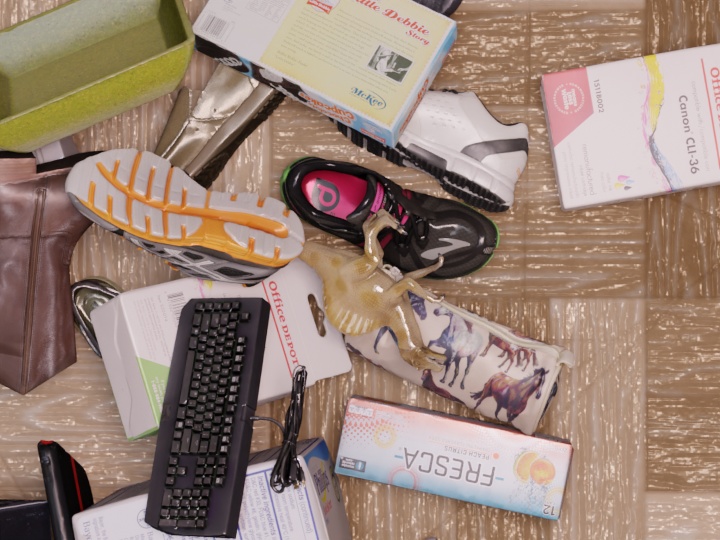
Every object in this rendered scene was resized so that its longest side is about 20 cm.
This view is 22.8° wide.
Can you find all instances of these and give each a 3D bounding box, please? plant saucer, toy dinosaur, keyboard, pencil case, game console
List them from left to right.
[{"bbox_3d":[-0.236,0.250,1.488,0.031,0.177,0.202,-13,77,-2],"label":"game console"},{"bbox_3d":[-0.234,-0.173,1.514,0.198,0.200,0.048,-23,121,0],"label":"plant saucer"},{"bbox_3d":[-0.098,0.114,1.408,0.125,0.021,0.202,1,65,12],"label":"keyboard"},{"bbox_3d":[0.000,0.000,1.465,0.199,0.058,0.102,38,95,14],"label":"toy dinosaur"},{"bbox_3d":[0.082,0.065,1.510,0.198,0.078,0.090,24,130,15],"label":"pencil case"}]

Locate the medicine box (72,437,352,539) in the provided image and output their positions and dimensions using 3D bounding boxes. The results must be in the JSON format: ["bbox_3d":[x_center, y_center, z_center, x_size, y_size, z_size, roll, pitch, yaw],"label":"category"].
[{"bbox_3d":[-0.118,0.217,1.488,0.198,0.182,0.104,-14,89,4],"label":"medicine box"}]

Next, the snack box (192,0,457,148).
[{"bbox_3d":[-0.031,-0.199,1.509,0.199,0.037,0.117,27,73,12],"label":"snack box"}]

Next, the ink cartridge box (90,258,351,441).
[{"bbox_3d":[-0.116,0.062,1.517,0.198,0.067,0.118,-13,81,-34],"label":"ink cartridge box"}]

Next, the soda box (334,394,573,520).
[{"bbox_3d":[0.081,0.160,1.534,0.198,0.064,0.069,12,90,5],"label":"soda box"}]

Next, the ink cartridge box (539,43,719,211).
[{"bbox_3d":[0.260,-0.125,1.524,0.197,0.067,0.118,-10,88,4],"label":"ink cartridge box"}]

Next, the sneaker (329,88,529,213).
[{"bbox_3d":[0.056,-0.128,1.547,0.199,0.074,0.081,29,77,0],"label":"sneaker"}]

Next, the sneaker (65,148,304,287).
[{"bbox_3d":[-0.148,-0.033,1.451,0.198,0.077,0.079,21,53,-16],"label":"sneaker"}]

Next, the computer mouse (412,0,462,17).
[{"bbox_3d":[0.006,-0.296,1.557,0.198,0.046,0.142,11,98,15],"label":"computer mouse"}]

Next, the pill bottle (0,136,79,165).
[{"bbox_3d":[-0.338,-0.058,1.548,0.198,0.104,0.105,-22,88,4],"label":"pill bottle"}]

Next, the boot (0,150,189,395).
[{"bbox_3d":[-0.239,0.003,1.500,0.184,0.064,0.203,2,103,-8],"label":"boot"}]

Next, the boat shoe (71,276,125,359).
[{"bbox_3d":[-0.181,0.081,1.553,0.201,0.066,0.072,42,92,4],"label":"boat shoe"}]

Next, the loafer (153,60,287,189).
[{"bbox_3d":[-0.141,-0.120,1.553,0.067,0.076,0.200,44,87,8],"label":"loafer"}]

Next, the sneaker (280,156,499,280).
[{"bbox_3d":[0.022,-0.043,1.532,0.198,0.084,0.078,17,91,4],"label":"sneaker"}]

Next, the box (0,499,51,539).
[{"bbox_3d":[-0.348,0.294,1.488,0.197,0.122,0.203,-6,88,48],"label":"box"}]

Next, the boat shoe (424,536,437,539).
[{"bbox_3d":[0.065,0.333,1.535,0.065,0.070,0.202,-14,95,2],"label":"boat shoe"}]
